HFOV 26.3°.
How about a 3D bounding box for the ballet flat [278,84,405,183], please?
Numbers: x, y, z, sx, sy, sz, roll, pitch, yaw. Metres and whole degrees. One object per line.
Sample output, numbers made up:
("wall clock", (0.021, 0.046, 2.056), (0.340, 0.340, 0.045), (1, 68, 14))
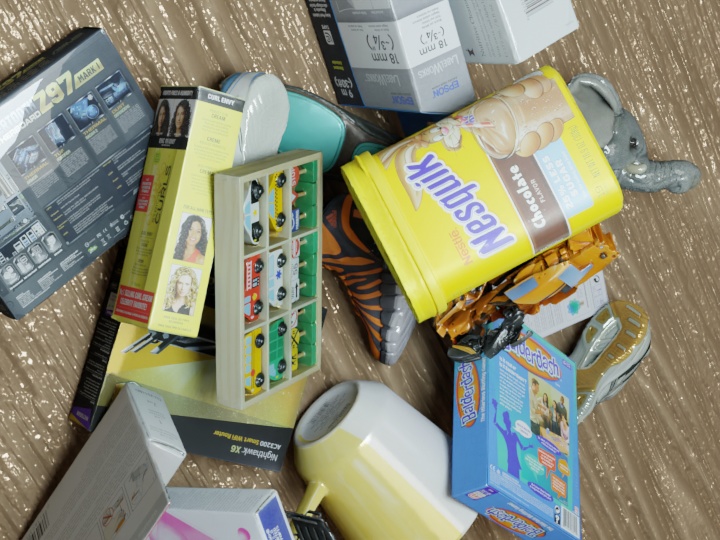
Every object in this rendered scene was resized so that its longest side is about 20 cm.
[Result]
("ballet flat", (-0.011, -0.111, 1.405), (0.199, 0.068, 0.068), (27, 103, 2))

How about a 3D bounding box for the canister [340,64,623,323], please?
("canister", (0.103, -0.068, 1.305), (0.199, 0.087, 0.149), (-28, 83, -2))

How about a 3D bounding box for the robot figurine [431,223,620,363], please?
("robot figurine", (0.138, -0.004, 1.411), (0.200, 0.146, 0.058), (-35, 128, 24))

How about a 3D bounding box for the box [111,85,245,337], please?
("box", (-0.151, -0.050, 1.275), (0.050, 0.075, 0.202), (12, 90, -35))

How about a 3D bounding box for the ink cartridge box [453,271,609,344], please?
("ink cartridge box", (0.159, 0.014, 1.559), (0.199, 0.042, 0.120), (-23, 109, -30))

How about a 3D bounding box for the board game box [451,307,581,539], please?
("board game box", (0.149, 0.148, 1.466), (0.152, 0.045, 0.201), (35, 45, -37))

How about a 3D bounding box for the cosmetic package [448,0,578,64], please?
("cosmetic package", (0.092, -0.251, 1.381), (0.081, 0.200, 0.113), (-32, 111, -25))

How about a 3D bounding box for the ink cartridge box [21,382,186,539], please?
("ink cartridge box", (-0.208, 0.217, 1.247), (0.043, 0.174, 0.201), (27, 105, -32))

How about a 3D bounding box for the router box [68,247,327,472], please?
("router box", (-0.142, 0.082, 1.373), (0.199, 0.052, 0.158), (17, 89, -33))

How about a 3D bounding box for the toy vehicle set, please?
("toy vehicle set", (-0.077, 0.005, 1.310), (0.124, 0.026, 0.202), (-25, 121, -55))

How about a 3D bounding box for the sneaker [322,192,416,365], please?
("sneaker", (0.000, 0.000, 1.441), (0.201, 0.111, 0.078), (92, 22, -44))

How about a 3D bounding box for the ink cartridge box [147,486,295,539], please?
("ink cartridge box", (-0.125, 0.279, 1.329), (0.043, 0.199, 0.198), (-43, 120, -48))

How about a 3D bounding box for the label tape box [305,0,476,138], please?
("label tape box", (0.030, -0.188, 1.383), (0.063, 0.144, 0.201), (-28, 111, -25))

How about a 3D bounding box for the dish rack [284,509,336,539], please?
("dish rack", (-0.079, 0.274, 1.362), (0.054, 0.199, 0.154), (-37, 116, -37))

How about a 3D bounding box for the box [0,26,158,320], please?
("box", (-0.257, -0.082, 1.275), (0.200, 0.051, 0.158), (-41, 119, -21))

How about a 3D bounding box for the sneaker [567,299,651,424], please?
("sneaker", (0.231, 0.125, 1.602), (0.200, 0.076, 0.088), (-41, 148, -4))

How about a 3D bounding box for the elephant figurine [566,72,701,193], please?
("elephant figurine", (0.215, -0.127, 1.522), (0.199, 0.141, 0.156), (-29, 127, -18))

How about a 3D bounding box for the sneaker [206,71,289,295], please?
("sneaker", (-0.114, -0.075, 1.340), (0.072, 0.072, 0.201), (22, 77, -40))

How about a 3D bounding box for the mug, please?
("mug", (0.015, 0.193, 1.428), (0.149, 0.187, 0.153), (-33, 112, 24))
